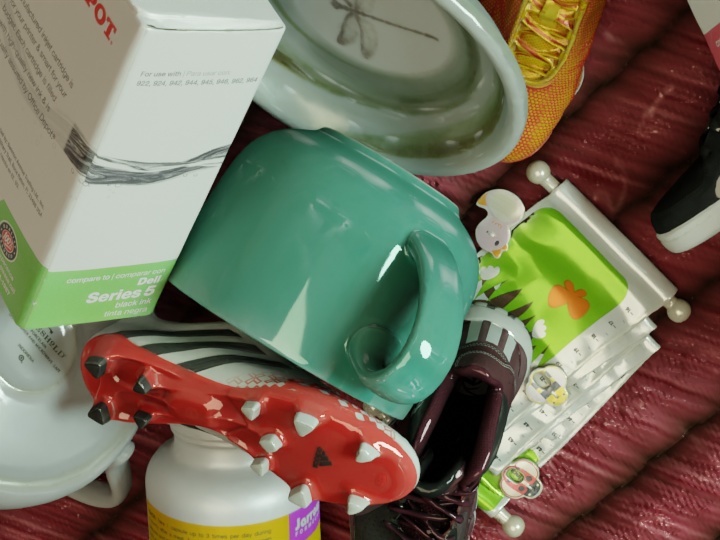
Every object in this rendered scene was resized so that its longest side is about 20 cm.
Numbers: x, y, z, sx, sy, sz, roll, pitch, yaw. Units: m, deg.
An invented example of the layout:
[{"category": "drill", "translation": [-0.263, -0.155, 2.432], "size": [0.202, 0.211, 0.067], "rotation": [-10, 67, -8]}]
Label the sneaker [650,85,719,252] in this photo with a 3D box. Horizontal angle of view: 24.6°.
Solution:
[{"category": "sneaker", "translation": [0.204, -0.112, 0.863], "size": [0.112, 0.073, 0.200], "rotation": [45, 103, -3]}]

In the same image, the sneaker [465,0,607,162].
[{"category": "sneaker", "translation": [0.096, -0.145, 0.862], "size": [0.073, 0.077, 0.201], "rotation": [18, 118, 3]}]

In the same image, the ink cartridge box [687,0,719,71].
[{"category": "ink cartridge box", "translation": [0.210, -0.196, 0.767], "size": [0.145, 0.085, 0.201], "rotation": [-24, 85, -12]}]

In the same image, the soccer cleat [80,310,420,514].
[{"category": "soccer cleat", "translation": [-0.055, 0.067, 0.891], "size": [0.199, 0.085, 0.069], "rotation": [16, 126, 16]}]

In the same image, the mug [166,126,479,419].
[{"category": "mug", "translation": [0.000, 0.000, 0.883], "size": [0.185, 0.152, 0.115], "rotation": [30, 89, 25]}]

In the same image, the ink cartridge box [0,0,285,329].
[{"category": "ink cartridge box", "translation": [-0.135, -0.092, 0.830], "size": [0.146, 0.084, 0.200], "rotation": [57, 134, 31]}]

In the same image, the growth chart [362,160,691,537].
[{"category": "growth chart", "translation": [0.091, 0.045, 0.965], "size": [0.145, 0.018, 0.200], "rotation": [36, 111, -2]}]

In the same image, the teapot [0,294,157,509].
[{"category": "teapot", "translation": [-0.222, 0.047, 0.959], "size": [0.146, 0.197, 0.201], "rotation": [-7, 85, 51]}]

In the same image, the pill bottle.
[{"category": "pill bottle", "translation": [-0.075, 0.162, 0.990], "size": [0.104, 0.104, 0.201], "rotation": [3, 110, 10]}]

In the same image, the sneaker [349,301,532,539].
[{"category": "sneaker", "translation": [0.034, 0.121, 0.929], "size": [0.075, 0.116, 0.201], "rotation": [19, 110, 4]}]

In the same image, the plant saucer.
[{"category": "plant saucer", "translation": [0.002, -0.128, 0.865], "size": [0.200, 0.050, 0.200], "rotation": [23, 156, 11]}]
